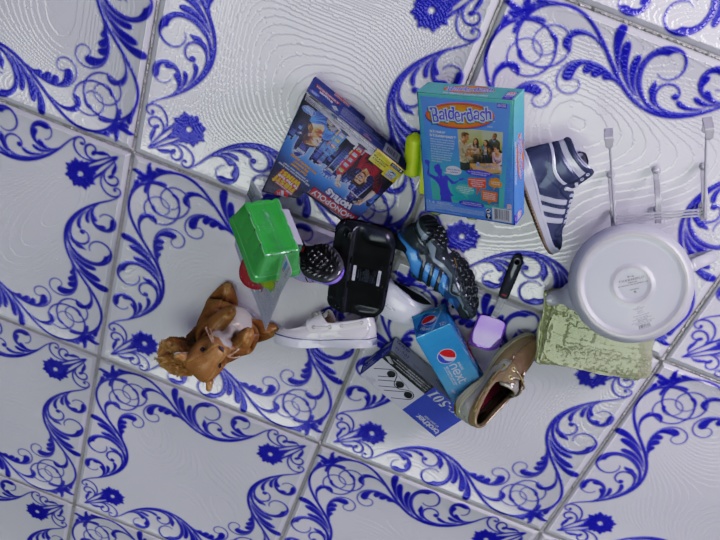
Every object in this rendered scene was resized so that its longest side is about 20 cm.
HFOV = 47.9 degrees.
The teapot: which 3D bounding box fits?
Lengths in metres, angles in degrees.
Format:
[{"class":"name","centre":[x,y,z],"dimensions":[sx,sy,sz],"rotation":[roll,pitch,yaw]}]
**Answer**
[{"class":"teapot","centre":[0.424,0.015,1.275],"dimensions":[0.200,0.146,0.198],"rotation":[28,100,10]}]

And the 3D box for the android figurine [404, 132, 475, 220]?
[{"class":"android figurine","centre":[0.158,-0.177,1.283],"dimensions":[0.182,0.041,0.200],"rotation":[7,123,10]}]

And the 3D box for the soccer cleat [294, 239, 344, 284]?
[{"class":"soccer cleat","centre":[-0.081,-0.006,1.386],"dimensions":[0.200,0.068,0.073],"rotation":[22,150,52]}]

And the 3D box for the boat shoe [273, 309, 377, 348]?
[{"class":"boat shoe","centre":[-0.066,0.107,1.506],"dimensions":[0.200,0.071,0.070],"rotation":[-1,93,19]}]

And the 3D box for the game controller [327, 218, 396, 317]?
[{"class":"game controller","centre":[0.000,0.000,1.385],"dimensions":[0.104,0.042,0.200],"rotation":[8,130,-1]}]

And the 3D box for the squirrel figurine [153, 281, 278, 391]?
[{"class":"squirrel figurine","centre":[-0.282,0.148,1.505],"dimensions":[0.200,0.187,0.142],"rotation":[-30,110,28]}]

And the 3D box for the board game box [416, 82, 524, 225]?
[{"class":"board game box","centre":[0.166,-0.174,1.209],"dimensions":[0.152,0.045,0.200],"rotation":[12,127,27]}]

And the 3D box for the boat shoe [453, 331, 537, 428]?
[{"class":"boat shoe","centre":[0.253,0.197,1.423],"dimensions":[0.200,0.066,0.074],"rotation":[-49,123,-3]}]

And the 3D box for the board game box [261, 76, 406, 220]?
[{"class":"board game box","centre":[-0.060,-0.174,1.326],"dimensions":[0.200,0.062,0.200],"rotation":[37,126,-15]}]

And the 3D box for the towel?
[{"class":"towel","centre":[0.404,0.106,1.385],"dimensions":[0.200,0.036,0.149],"rotation":[8,109,9]}]

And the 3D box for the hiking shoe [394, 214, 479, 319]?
[{"class":"hiking shoe","centre":[0.132,0.001,1.389],"dimensions":[0.087,0.074,0.200],"rotation":[-23,103,33]}]

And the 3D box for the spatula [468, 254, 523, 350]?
[{"class":"spatula","centre":[0.244,0.057,1.417],"dimensions":[0.056,0.021,0.200],"rotation":[19,123,4]}]

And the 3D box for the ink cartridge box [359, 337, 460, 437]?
[{"class":"ink cartridge box","centre":[0.105,0.223,1.540],"dimensions":[0.200,0.044,0.094],"rotation":[41,123,-13]}]

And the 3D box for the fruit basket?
[{"class":"fruit basket","centre":[-0.164,-0.023,1.371],"dimensions":[0.094,0.185,0.200],"rotation":[-14,153,-21]}]

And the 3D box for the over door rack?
[{"class":"over door rack","centre":[0.441,-0.150,1.204],"dimensions":[0.147,0.067,0.200],"rotation":[-4,140,17]}]

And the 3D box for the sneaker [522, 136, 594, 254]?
[{"class":"sneaker","centre":[0.314,-0.117,1.265],"dimensions":[0.108,0.070,0.200],"rotation":[-21,125,10]}]

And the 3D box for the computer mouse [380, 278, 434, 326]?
[{"class":"computer mouse","centre":[0.041,0.044,1.447],"dimensions":[0.200,0.044,0.110],"rotation":[28,122,-4]}]

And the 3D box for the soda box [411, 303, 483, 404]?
[{"class":"soda box","centre":[0.165,0.159,1.452],"dimensions":[0.068,0.064,0.200],"rotation":[-24,122,12]}]
